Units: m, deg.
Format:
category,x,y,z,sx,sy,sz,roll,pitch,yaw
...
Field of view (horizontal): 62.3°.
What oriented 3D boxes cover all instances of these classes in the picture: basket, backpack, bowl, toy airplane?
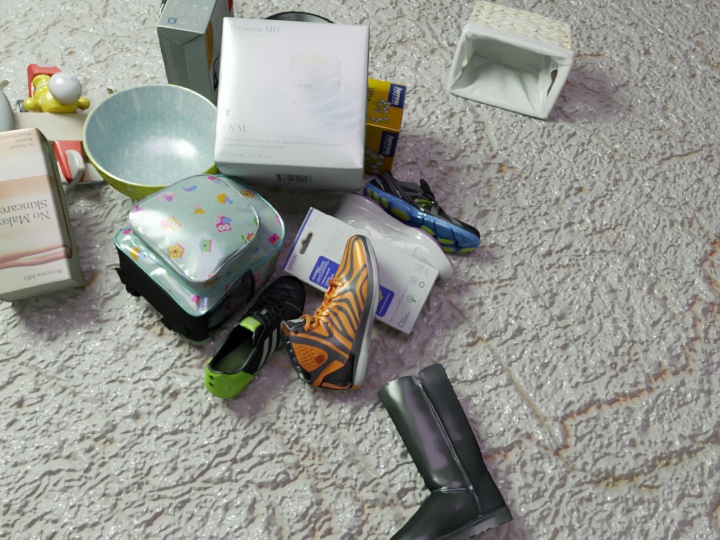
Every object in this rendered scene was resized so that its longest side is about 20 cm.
category,x,y,z,sx,sy,sz,roll,pitch,yaw
basket,0.275,-0.388,1.090,0.198,0.136,0.124,17,53,4
backpack,-0.201,-0.036,0.792,0.175,0.154,0.200,38,50,12
bowl,-0.296,-0.168,0.886,0.198,0.108,0.202,5,57,-8
toy airplane,-0.443,-0.223,0.882,0.198,0.141,0.201,29,42,-12

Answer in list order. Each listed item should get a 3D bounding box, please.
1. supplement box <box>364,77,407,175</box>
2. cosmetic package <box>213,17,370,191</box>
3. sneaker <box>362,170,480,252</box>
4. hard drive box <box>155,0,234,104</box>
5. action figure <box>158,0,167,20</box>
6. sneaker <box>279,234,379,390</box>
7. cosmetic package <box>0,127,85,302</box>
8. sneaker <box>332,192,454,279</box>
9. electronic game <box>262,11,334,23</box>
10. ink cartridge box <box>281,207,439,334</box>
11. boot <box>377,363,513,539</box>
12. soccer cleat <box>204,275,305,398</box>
category,x,y,z,sx,sy,sz,roll,pitch,yaw
supplement box,-0.034,-0.243,0.969,0.198,0.109,0.110,10,57,-1
cosmetic package,-0.090,-0.227,0.834,0.197,0.123,0.202,2,83,-1
sneaker,0.099,-0.096,0.916,0.199,0.071,0.083,31,65,16
hard drive box,-0.272,-0.404,1.013,0.076,0.156,0.201,7,58,-3
action figure,-0.327,-0.543,1.121,0.102,0.119,0.200,49,52,-16
sneaker,-0.041,0.050,0.754,0.111,0.078,0.202,6,86,-18
cosmetic package,-0.438,-0.069,0.773,0.103,0.087,0.202,-15,87,-16
sneaker,0.041,-0.030,0.880,0.199,0.075,0.100,31,81,10
electronic game,-0.104,-0.422,1.113,0.198,0.042,0.201,8,51,-9
ink cartridge box,0.000,0.000,0.826,0.199,0.039,0.100,28,90,2
boot,0.069,0.225,0.710,0.164,0.066,0.201,-11,63,-24
soccer cleat,-0.129,0.075,0.770,0.067,0.081,0.201,27,56,10
